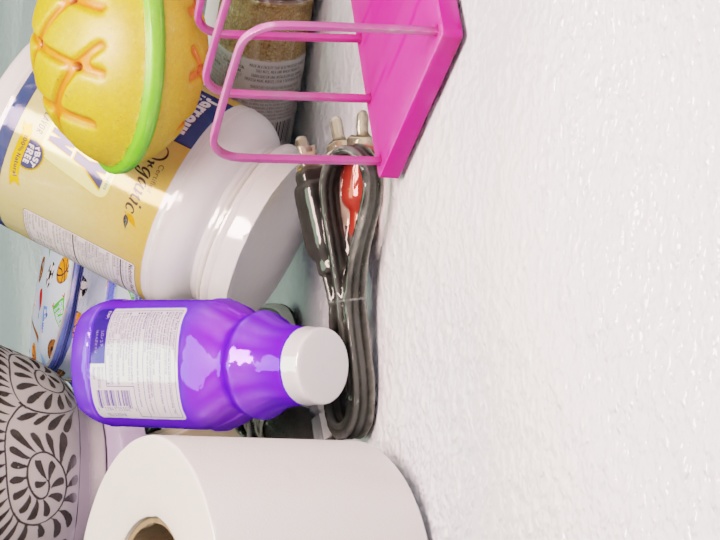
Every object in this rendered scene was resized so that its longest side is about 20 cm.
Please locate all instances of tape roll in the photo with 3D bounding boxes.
[{"bbox_3d":[-0.063,0.197,1.510,0.203,0.139,0.203,-12,77,61],"label":"tape roll"}]

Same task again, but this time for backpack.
[{"bbox_3d":[-0.163,0.019,1.947,0.190,0.154,0.201,-12,74,64],"label":"backpack"}]

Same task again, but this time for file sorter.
[{"bbox_3d":[-0.031,-0.177,1.532,0.139,0.125,0.201,114,153,-53],"label":"file sorter"}]

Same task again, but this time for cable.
[{"bbox_3d":[0.000,0.000,1.598,0.097,0.050,0.201,-20,80,55],"label":"cable"}]

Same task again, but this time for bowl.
[{"bbox_3d":[-0.231,0.144,1.833,0.201,0.094,0.202,-178,90,-75],"label":"bowl"}]

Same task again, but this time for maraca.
[{"bbox_3d":[-0.150,-0.159,1.602,0.137,0.107,0.201,-18,74,61],"label":"maraca"}]

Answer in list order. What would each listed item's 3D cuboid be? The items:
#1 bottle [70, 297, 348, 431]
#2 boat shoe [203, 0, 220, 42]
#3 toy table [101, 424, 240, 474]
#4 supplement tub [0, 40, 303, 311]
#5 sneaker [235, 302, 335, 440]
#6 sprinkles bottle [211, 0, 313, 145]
[{"bbox_3d":[-0.095,0.058,1.624,0.200,0.065,0.084,-2,88,42],"label":"bottle"},{"bbox_3d":[-0.091,-0.206,1.802,0.057,0.069,0.201,37,123,34],"label":"boat shoe"},{"bbox_3d":[-0.125,0.159,1.833,0.200,0.117,0.184,-116,31,-59],"label":"toy table"},{"bbox_3d":[-0.141,-0.061,1.714,0.145,0.200,0.145,-57,-15,-25],"label":"supplement tub"},{"bbox_3d":[-0.088,0.090,1.713,0.200,0.115,0.075,-115,31,-58],"label":"sneaker"},{"bbox_3d":[-0.072,-0.134,1.773,0.068,0.068,0.201,-113,29,-55],"label":"sprinkles bottle"}]
